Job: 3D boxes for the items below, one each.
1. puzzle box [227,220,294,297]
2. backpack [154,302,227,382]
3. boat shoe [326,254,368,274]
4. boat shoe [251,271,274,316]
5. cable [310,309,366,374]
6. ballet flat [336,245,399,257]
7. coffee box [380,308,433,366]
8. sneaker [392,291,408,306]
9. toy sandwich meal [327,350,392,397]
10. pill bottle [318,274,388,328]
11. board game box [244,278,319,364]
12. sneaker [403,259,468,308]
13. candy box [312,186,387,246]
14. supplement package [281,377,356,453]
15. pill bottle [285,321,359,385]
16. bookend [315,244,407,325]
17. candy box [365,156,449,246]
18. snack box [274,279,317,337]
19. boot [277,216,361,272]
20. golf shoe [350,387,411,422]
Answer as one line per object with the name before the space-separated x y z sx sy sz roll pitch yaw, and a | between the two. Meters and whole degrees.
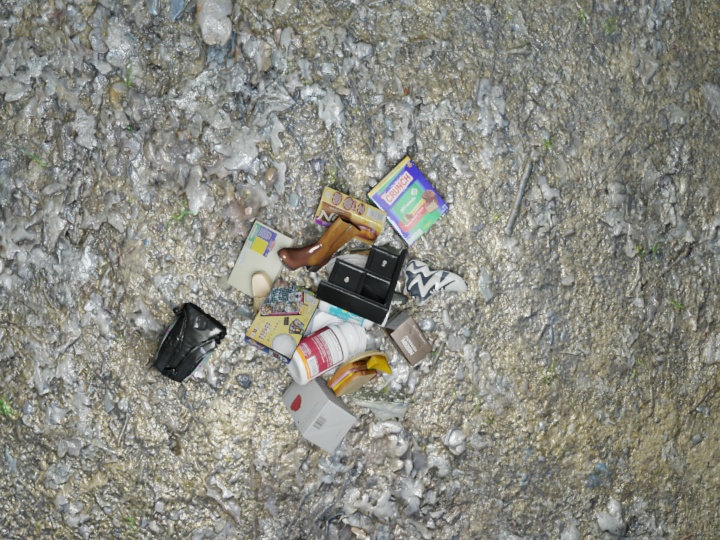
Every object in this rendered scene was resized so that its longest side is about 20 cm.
puzzle box | -0.288 -0.025 1.623 0.130 0.025 0.204 26 89 13
backpack | -0.481 0.213 1.578 0.165 0.127 0.203 34 89 4
boat shoe | 0.000 0.000 1.609 0.193 0.066 0.075 -3 127 -3
boat shoe | -0.261 0.101 1.561 0.072 0.069 0.206 -17 88 1
cable | -0.077 0.203 1.657 0.193 0.069 0.207 -1 92 -7
ballet flat | 0.025 -0.037 1.664 0.193 0.064 0.070 -5 88 -7
coffee box | 0.127 0.188 1.618 0.079 0.200 0.116 -37 96 -4
sneaker | 0.052 0.053 1.670 0.193 0.066 0.094 10 93 -5
toy sandwich meal | 0.004 0.303 1.613 0.200 0.207 0.071 -23 60 -6
pill bottle | -0.014 0.092 1.586 0.195 0.111 0.114 20 90 -1
board game box | -0.205 0.132 1.489 0.133 0.035 0.203 26 51 0
sneaker | 0.216 0.062 1.675 0.194 0.079 0.133 21 79 -7
candy box | -0.032 -0.155 1.622 0.195 0.117 0.058 21 60 -8
supplement package | -0.122 0.389 1.580 0.119 0.199 0.122 39 88 -31
pill bottle | -0.104 0.222 1.545 0.196 0.112 0.116 -24 96 -29
bookend | 0.005 0.009 1.516 0.194 0.093 0.204 22 59 0
candy box | 0.138 -0.205 1.666 0.169 0.077 0.201 -42 95 -4
snack box | -0.207 0.146 1.616 0.139 0.053 0.206 16 90 24
boot | -0.114 -0.074 1.558 0.199 0.186 0.070 -39 55 26
golf shoe | 0.056 0.410 1.670 0.194 0.078 0.100 11 104 -21
